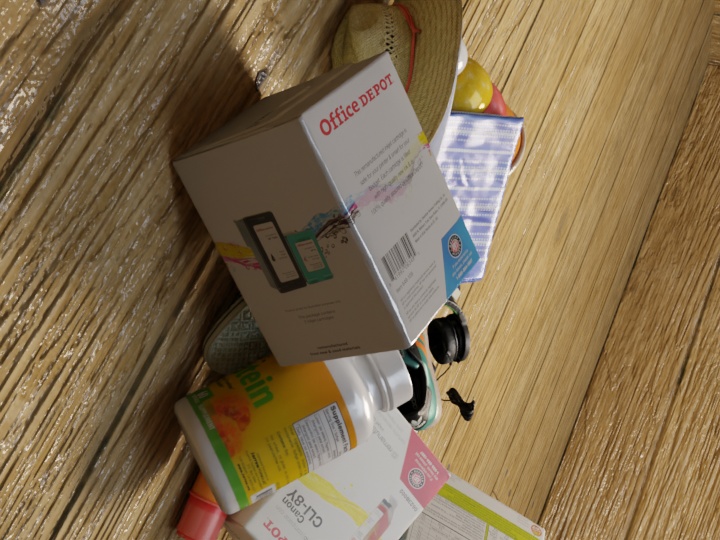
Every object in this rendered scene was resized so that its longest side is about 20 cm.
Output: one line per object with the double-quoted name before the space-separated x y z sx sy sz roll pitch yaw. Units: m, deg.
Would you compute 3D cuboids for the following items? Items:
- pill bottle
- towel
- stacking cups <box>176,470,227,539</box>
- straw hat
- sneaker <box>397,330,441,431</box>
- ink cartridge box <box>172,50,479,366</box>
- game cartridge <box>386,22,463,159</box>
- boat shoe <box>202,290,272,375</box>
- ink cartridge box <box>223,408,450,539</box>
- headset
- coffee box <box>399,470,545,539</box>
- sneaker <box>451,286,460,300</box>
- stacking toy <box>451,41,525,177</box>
"pill bottle" -0.057 0.125 0.914 0.199 0.111 0.111 -26 139 -15
"towel" 0.108 -0.076 1.122 0.144 0.024 0.201 -3 114 -37
"stacking cups" -0.117 0.169 0.980 0.201 0.060 0.060 -69 157 -9
"straw hat" 0.019 -0.213 0.987 0.084 0.201 0.203 5 105 -23
"sneaker" 0.044 0.088 1.180 0.080 0.071 0.201 38 32 -72
"ink cartridge box" -0.024 -0.050 0.838 0.147 0.145 0.201 -45 116 -47
"game cartridge" 0.051 -0.171 1.053 0.040 0.133 0.201 4 107 -27
"boat shoe" -0.077 0.019 0.962 0.200 0.062 0.075 -48 126 -17
"ink cartridge box" -0.026 0.232 1.041 0.200 0.083 0.145 -45 108 -22
"headset" 0.100 0.118 1.352 0.123 0.094 0.201 -32 130 -5
"coffee box" 0.101 0.418 1.346 0.200 0.199 0.198 -54 -172 35
"sneaker" 0.101 -0.025 1.332 0.085 0.075 0.200 -64 156 -9
"stacking toy" 0.107 -0.196 1.142 0.147 0.145 0.200 -61 152 -26
